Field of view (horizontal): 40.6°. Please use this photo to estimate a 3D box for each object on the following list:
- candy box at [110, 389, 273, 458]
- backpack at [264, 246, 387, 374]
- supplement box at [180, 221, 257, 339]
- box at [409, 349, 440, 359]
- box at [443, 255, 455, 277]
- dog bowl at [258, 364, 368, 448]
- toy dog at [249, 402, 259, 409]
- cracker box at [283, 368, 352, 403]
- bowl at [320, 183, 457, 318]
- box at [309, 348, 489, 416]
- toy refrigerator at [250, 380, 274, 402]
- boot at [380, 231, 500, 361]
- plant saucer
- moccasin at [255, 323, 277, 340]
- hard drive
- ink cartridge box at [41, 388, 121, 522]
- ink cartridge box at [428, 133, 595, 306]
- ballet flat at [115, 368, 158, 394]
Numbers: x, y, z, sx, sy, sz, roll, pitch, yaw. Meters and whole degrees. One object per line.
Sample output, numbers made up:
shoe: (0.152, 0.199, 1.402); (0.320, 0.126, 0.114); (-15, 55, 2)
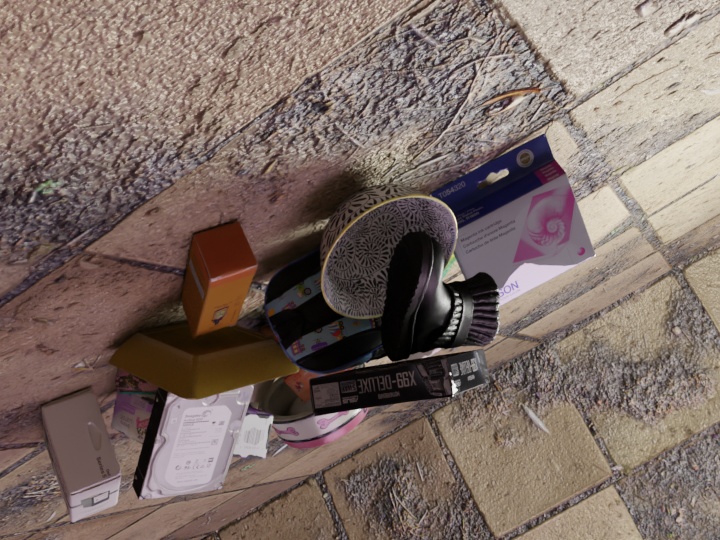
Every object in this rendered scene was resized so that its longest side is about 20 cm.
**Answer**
candy box: (-0.266, 0.239, 1.536); (0.198, 0.073, 0.166); (12, 178, -41)
backpack: (-0.036, 0.059, 1.374); (0.198, 0.184, 0.135); (-27, 169, -18)
supplement box: (-0.183, 0.017, 1.234); (0.066, 0.070, 0.201); (-19, 160, -23)
box: (0.086, 0.085, 1.675); (0.082, 0.069, 0.201); (-34, -161, 12)
box: (0.090, -0.005, 1.557); (0.199, 0.036, 0.145); (-17, 147, -54)
dog bowl: (-0.071, 0.225, 1.660); (0.197, 0.075, 0.201); (-21, -159, 8)
toy dog: (-0.257, 0.271, 1.738); (0.198, 0.142, 0.192); (1, 169, -43)
cracker box: (-0.036, 0.118, 1.633); (0.133, 0.058, 0.201); (-38, -169, 33)
bowl: (0.020, -0.043, 1.271); (0.198, 0.095, 0.203); (-19, 137, -18)
box: (0.053, 0.146, 1.283); (0.197, 0.051, 0.157); (-12, 175, 24)
toy refrigerator: (-0.219, 0.171, 1.586); (0.071, 0.076, 0.199); (-57, 159, 8)
boot: (0.115, 0.026, 1.263); (0.155, 0.080, 0.213); (-9, 139, -19)
plant saucer: (-0.217, 0.113, 1.359); (0.198, 0.049, 0.198); (15, -163, 41)
moccasin: (-0.141, 0.120, 1.584); (0.076, 0.075, 0.201); (-6, -175, 9)
hard drive: (-0.240, 0.236, 1.400); (0.138, 0.038, 0.203); (1, 119, -37)
ink cartridge box: (-0.437, 0.292, 1.522); (0.083, 0.147, 0.200); (-18, 161, -23)
ink cartridge box: (0.224, -0.065, 1.424); (0.194, 0.202, 0.043); (-27, -156, 1)
ballet flat: (-0.259, 0.157, 1.434); (0.196, 0.073, 0.069); (10, 177, -18)
